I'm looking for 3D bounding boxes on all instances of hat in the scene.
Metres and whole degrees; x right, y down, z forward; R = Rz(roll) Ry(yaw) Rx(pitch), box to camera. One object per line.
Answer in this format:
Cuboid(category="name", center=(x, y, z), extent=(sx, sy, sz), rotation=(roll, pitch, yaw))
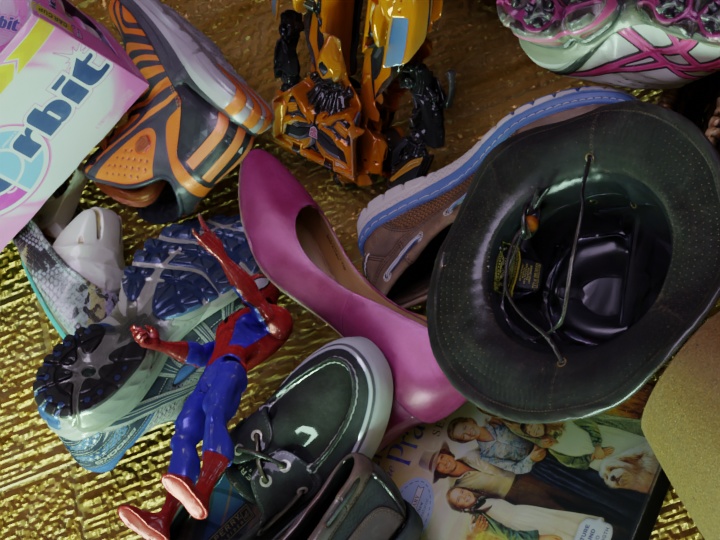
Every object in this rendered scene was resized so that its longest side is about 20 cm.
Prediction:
Cuboid(category="hat", center=(0.136, 0.007, 1.516), extent=(0.200, 0.081, 0.202), rotation=(-20, 57, 33))

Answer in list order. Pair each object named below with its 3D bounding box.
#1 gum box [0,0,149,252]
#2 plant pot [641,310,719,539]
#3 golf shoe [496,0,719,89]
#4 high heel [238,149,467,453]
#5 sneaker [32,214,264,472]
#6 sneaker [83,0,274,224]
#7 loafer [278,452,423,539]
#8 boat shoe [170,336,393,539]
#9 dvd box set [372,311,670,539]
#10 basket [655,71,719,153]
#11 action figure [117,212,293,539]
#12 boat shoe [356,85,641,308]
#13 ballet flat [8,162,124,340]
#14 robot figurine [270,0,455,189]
Cuboid(category="gum box", center=(-0.232, -0.087, 1.666), extent=(0.200, 0.113, 0.066), rotation=(-47, 53, 10))
Cuboid(category="plant pot", center=(0.247, 0.111, 1.422), extent=(0.200, 0.186, 0.187), rotation=(40, 86, 22))
Cuboid(category="golf shoe", center=(0.180, -0.142, 1.536), extent=(0.199, 0.092, 0.073), rotation=(4, 65, 34))
Cuboid(category="high heel", center=(0.000, 0.000, 1.592), extent=(0.096, 0.067, 0.201), rotation=(-35, 66, 27))
Cuboid(category="sneaker", center=(-0.118, 0.044, 1.673), extent=(0.077, 0.086, 0.200), rotation=(28, 57, 34))
Cuboid(category="sneaker", center=(-0.137, -0.104, 1.723), extent=(0.112, 0.077, 0.200), rotation=(-50, 35, 8))
Cuboid(category="loafer", center=(-0.055, 0.182, 1.530), extent=(0.200, 0.063, 0.072), rotation=(-42, 26, -17))
Cuboid(category="boat shoe", center=(-0.054, 0.118, 1.576), extent=(0.069, 0.056, 0.200), rotation=(50, 119, 21))
Cuboid(category="dvd box set", center=(0.079, 0.113, 1.589), extent=(0.199, 0.029, 0.147), rotation=(17, 73, 26))
Cuboid(category="basket", center=(0.236, -0.106, 1.556), extent=(0.142, 0.149, 0.201), rotation=(18, 77, 27))
Cuboid(category="action figure", center=(-0.099, 0.052, 1.568), extent=(0.065, 0.099, 0.200), rotation=(-34, 18, 37))
Cuboid(category="boat shoe", center=(0.088, -0.035, 1.612), extent=(0.199, 0.072, 0.073), rotation=(-31, 45, 28))
Cuboid(category="ballet flat", center=(-0.188, -0.028, 1.725), extent=(0.072, 0.072, 0.201), rotation=(-36, 59, 3))
Cuboid(category="robot figurine", center=(-0.006, -0.142, 1.659), extent=(0.145, 0.058, 0.201), rotation=(26, 120, 38))
